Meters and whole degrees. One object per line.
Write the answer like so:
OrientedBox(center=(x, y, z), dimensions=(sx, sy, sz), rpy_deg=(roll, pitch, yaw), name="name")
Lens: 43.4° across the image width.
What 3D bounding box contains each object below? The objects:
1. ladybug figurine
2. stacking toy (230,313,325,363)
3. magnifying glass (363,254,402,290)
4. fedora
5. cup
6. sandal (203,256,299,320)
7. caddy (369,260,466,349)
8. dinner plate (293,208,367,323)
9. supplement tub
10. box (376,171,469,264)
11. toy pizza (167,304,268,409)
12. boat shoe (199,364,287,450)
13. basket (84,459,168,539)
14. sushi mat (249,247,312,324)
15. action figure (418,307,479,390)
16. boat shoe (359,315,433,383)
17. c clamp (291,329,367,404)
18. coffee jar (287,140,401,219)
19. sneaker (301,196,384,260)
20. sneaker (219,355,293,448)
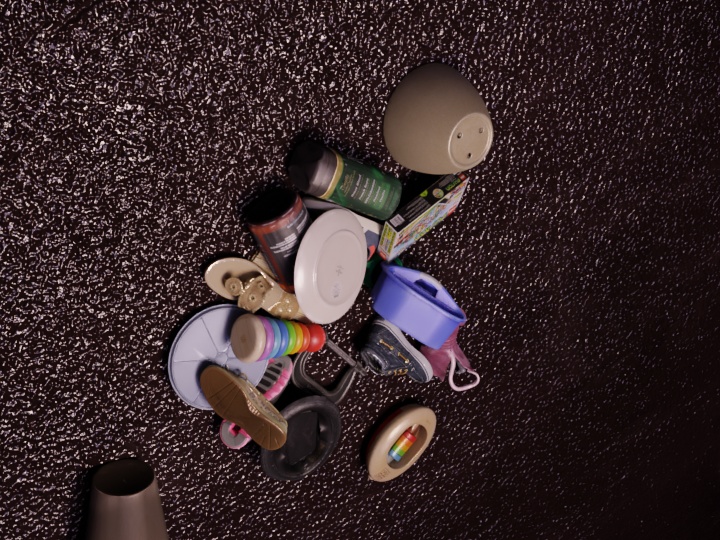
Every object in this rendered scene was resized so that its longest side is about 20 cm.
OrientedBox(center=(0.079, 0.370, 1.973), dimensions=(0.200, 0.072, 0.136), rpy_deg=(-46, 132, -5), name="ladybug figurine")
OrientedBox(center=(-0.139, 0.125, 1.649), dimensions=(0.198, 0.085, 0.087), rpy_deg=(6, 112, -48), name="stacking toy")
OrientedBox(center=(0.000, 0.000, 1.755), dimensions=(0.197, 0.022, 0.081), rpy_deg=(3, 113, -38), name="magnifying glass")
OrientedBox(center=(-0.132, 0.312, 1.783), dimensions=(0.197, 0.092, 0.204), rpy_deg=(-18, 128, -25), name="fedora")
OrientedBox(center=(0.159, -0.257, 1.643), dimensions=(0.197, 0.143, 0.204), rpy_deg=(-16, 123, -26), name="cup")
OrientedBox(center=(-0.177, 0.043, 1.603), dimensions=(0.210, 0.069, 0.078), rpy_deg=(30, 96, -41), name="sandal")
OrientedBox(center=(0.111, 0.057, 1.738), dimensions=(0.198, 0.142, 0.106), rpy_deg=(32, 101, -11), name="caddy")
OrientedBox(center=(-0.043, -0.005, 1.583), dimensions=(0.198, 0.024, 0.205), rpy_deg=(-21, 118, -47), name="dinner plate")
OrientedBox(center=(-0.117, -0.034, 1.589), dimensions=(0.106, 0.107, 0.202), rpy_deg=(-34, 124, -14), name="supplement tub")
OrientedBox(center=(0.117, -0.105, 1.710), dimensions=(0.199, 0.035, 0.111), rpy_deg=(-38, 162, -26), name="box")
OrientedBox(center=(-0.258, 0.155, 1.645), dimensions=(0.196, 0.032, 0.205), rpy_deg=(-11, 112, -28), name="toy pizza")
OrientedBox(center=(-0.211, 0.241, 1.641), dimensions=(0.073, 0.063, 0.201), rpy_deg=(-36, 106, 18), name="boat shoe")
OrientedBox(center=(-0.427, 0.460, 1.639), dimensions=(0.177, 0.135, 0.205), rpy_deg=(-12, 117, -33), name="basket")
OrientedBox(center=(-0.138, 0.032, 1.680), dimensions=(0.198, 0.012, 0.097), rpy_deg=(26, 99, -41), name="sushi mat")
OrientedBox(center=(0.168, 0.144, 1.873), dimensions=(0.131, 0.150, 0.203), rpy_deg=(-19, 138, -17), name="action figure")
OrientedBox(center=(0.070, 0.189, 1.854), dimensions=(0.201, 0.070, 0.092), rpy_deg=(49, 60, -31), name="boat shoe")
OrientedBox(center=(-0.054, 0.183, 1.807), dimensions=(0.199, 0.027, 0.173), rpy_deg=(36, 82, -44), name="c clamp")
OrientedBox(center=(-0.028, -0.159, 1.592), dimensions=(0.197, 0.104, 0.087), rpy_deg=(16, 103, -40), name="coffee jar")
OrientedBox(center=(-0.038, -0.070, 1.648), dimensions=(0.198, 0.074, 0.086), rpy_deg=(22, 92, -40), name="sneaker")
OrientedBox(center=(-0.191, 0.250, 1.736), dimensions=(0.202, 0.078, 0.095), rpy_deg=(-55, 159, -2), name="sneaker")
